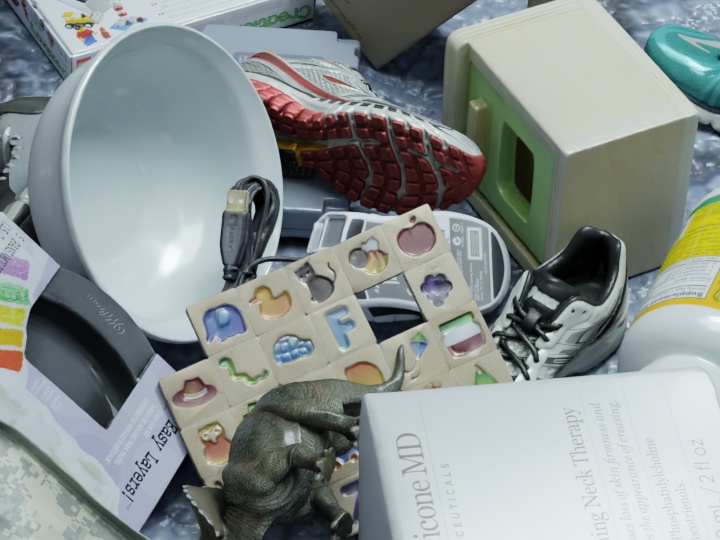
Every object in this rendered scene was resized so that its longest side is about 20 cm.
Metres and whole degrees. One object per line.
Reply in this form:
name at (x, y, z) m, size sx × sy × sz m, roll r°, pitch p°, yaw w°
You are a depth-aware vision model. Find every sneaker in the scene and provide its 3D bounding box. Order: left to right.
sneaker at (-0.227, -0.056, 1.867) m, size 0.115 × 0.075 × 0.200 m, roll 13°, pitch 37°, yaw 25°
sneaker at (-0.006, -0.102, 1.866) m, size 0.199 × 0.078 × 0.082 m, roll 21°, pitch 44°, yaw 18°
sneaker at (0.101, 0.043, 1.754) m, size 0.075 × 0.088 × 0.200 m, roll 26°, pitch 48°, yaw 21°
sneaker at (0.293, -0.137, 1.972) m, size 0.199 × 0.080 × 0.078 m, roll 21°, pitch 45°, yaw 20°

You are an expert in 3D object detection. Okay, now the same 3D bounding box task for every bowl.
bowl at (-0.147, -0.052, 1.787) m, size 0.090 × 0.202 × 0.201 m, roll -5°, pitch 31°, yaw 39°

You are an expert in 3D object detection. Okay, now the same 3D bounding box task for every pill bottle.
pill bottle at (0.226, 0.044, 1.743) m, size 0.112 × 0.113 × 0.200 m, roll 18°, pitch 43°, yaw 16°

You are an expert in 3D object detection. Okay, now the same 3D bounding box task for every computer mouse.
computer mouse at (0.000, 0.000, 1.808) m, size 0.199 × 0.044 × 0.111 m, roll 4°, pitch 76°, yaw -20°

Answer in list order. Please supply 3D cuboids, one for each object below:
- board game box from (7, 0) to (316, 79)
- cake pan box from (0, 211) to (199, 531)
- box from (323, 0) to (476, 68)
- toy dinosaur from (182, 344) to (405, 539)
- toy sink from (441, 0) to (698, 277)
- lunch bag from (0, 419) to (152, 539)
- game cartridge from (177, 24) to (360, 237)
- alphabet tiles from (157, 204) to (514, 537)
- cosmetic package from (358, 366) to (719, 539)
board game box at (-0.148, -0.206, 2.054) m, size 0.199 × 0.035 × 0.126 m, roll -18°, pitch 47°, yaw -22°
cake pan box at (-0.196, 0.088, 1.643) m, size 0.184 × 0.052 × 0.200 m, roll 45°, pitch 43°, yaw -12°
box at (0.060, -0.231, 1.964) m, size 0.095 × 0.200 × 0.078 m, roll 51°, pitch 51°, yaw -5°
toy dinosaur at (-0.039, 0.102, 1.637) m, size 0.102 × 0.077 × 0.201 m, roll 9°, pitch 55°, yaw 31°
toy sink at (0.123, -0.099, 1.882) m, size 0.111 × 0.131 × 0.200 m, roll -17°, pitch 47°, yaw -21°
lunch bag at (-0.204, 0.175, 1.489) m, size 0.200 × 0.164 × 0.118 m, roll 38°, pitch 48°, yaw 5°
game cartridge at (-0.069, -0.096, 1.938) m, size 0.132 × 0.041 × 0.201 m, roll 7°, pitch 42°, yaw -2°
alphabet tiles at (-0.012, 0.072, 1.693) m, size 0.199 × 0.008 × 0.168 m, roll -23°, pitch 79°, yaw -11°
cosmetic package at (0.107, 0.174, 1.551) m, size 0.198 × 0.167 × 0.168 m, roll -4°, pitch 42°, yaw -7°
